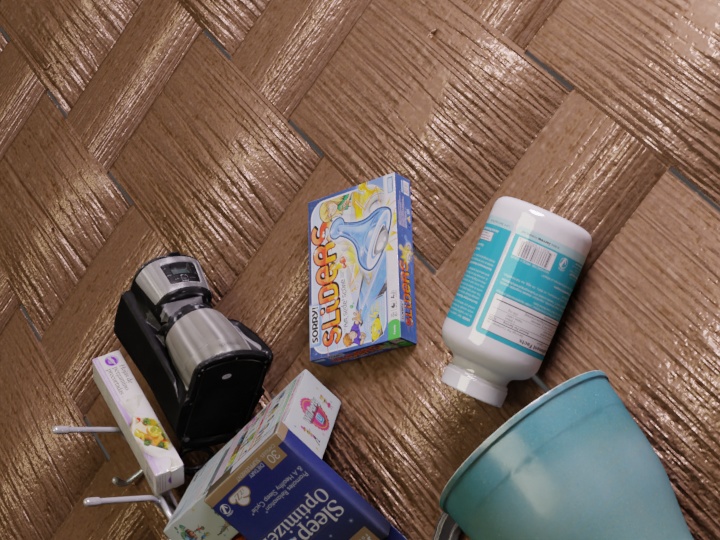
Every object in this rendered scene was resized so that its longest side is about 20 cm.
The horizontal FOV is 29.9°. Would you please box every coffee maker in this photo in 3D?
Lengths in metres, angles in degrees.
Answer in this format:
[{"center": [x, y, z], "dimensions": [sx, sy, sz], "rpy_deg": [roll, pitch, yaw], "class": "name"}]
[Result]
[{"center": [-0.222, 0.110, 1.661], "dimensions": [0.193, 0.134, 0.200], "rpy_deg": [-52, 49, 14], "class": "coffee maker"}]

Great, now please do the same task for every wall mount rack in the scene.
[{"center": [-0.287, 0.255, 1.639], "dimensions": [0.074, 0.174, 0.201], "rpy_deg": [-33, 52, -4], "class": "wall mount rack"}]

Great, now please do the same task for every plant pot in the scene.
[{"center": [0.206, 0.228, 1.234], "dimensions": [0.200, 0.199, 0.189], "rpy_deg": [-46, 67, 18], "class": "plant pot"}]

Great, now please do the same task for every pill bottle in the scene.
[{"center": [0.152, 0.035, 1.387], "dimensions": [0.110, 0.110, 0.202], "rpy_deg": [25, 91, 42], "class": "pill bottle"}]

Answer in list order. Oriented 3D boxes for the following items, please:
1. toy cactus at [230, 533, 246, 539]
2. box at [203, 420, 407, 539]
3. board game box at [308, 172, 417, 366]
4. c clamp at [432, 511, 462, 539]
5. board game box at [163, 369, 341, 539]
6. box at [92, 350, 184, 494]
[{"center": [-0.122, 0.386, 1.526], "dimensions": [0.165, 0.101, 0.202], "rpy_deg": [-51, 50, 39], "class": "toy cactus"}, {"center": [-0.055, 0.269, 1.443], "dimensions": [0.121, 0.200, 0.032], "rpy_deg": [-44, 11, 19], "class": "box"}, {"center": [0.000, 0.000, 1.577], "dimensions": [0.134, 0.034, 0.203], "rpy_deg": [-17, 65, 35], "class": "board game box"}, {"center": [0.123, 0.336, 1.369], "dimensions": [0.170, 0.027, 0.203], "rpy_deg": [7, 81, 46], "class": "c clamp"}, {"center": [-0.120, 0.222, 1.529], "dimensions": [0.200, 0.064, 0.148], "rpy_deg": [-44, 8, 20], "class": "board game box"}, {"center": [-0.273, 0.183, 1.649], "dimensions": [0.200, 0.038, 0.042], "rpy_deg": [52, 149, 36], "class": "box"}]
